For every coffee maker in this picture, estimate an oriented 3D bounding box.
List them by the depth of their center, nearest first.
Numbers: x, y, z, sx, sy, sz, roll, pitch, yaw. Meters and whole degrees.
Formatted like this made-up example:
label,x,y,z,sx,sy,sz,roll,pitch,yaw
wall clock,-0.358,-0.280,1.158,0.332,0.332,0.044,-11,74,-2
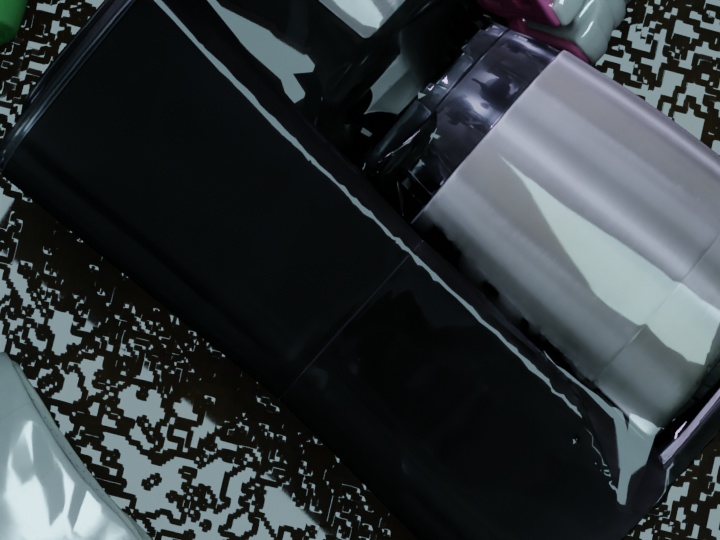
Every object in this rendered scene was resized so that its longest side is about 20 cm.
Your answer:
label,x,y,z,sx,sy,sz,roll,pitch,yaw
coffee maker,0.000,0.000,0.819,0.200,0.135,0.192,41,85,1

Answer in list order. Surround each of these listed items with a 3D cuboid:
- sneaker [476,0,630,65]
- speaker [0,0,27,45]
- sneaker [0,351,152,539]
label,x,y,z,sx,sy,sz,roll,pitch,yaw
sneaker,0.033,-0.160,0.876,0.087,0.074,0.200,-38,92,-12
speaker,-0.132,-0.167,0.847,0.088,0.088,0.201,1,83,-7
sneaker,-0.094,0.123,0.825,0.115,0.074,0.201,-23,86,-6
